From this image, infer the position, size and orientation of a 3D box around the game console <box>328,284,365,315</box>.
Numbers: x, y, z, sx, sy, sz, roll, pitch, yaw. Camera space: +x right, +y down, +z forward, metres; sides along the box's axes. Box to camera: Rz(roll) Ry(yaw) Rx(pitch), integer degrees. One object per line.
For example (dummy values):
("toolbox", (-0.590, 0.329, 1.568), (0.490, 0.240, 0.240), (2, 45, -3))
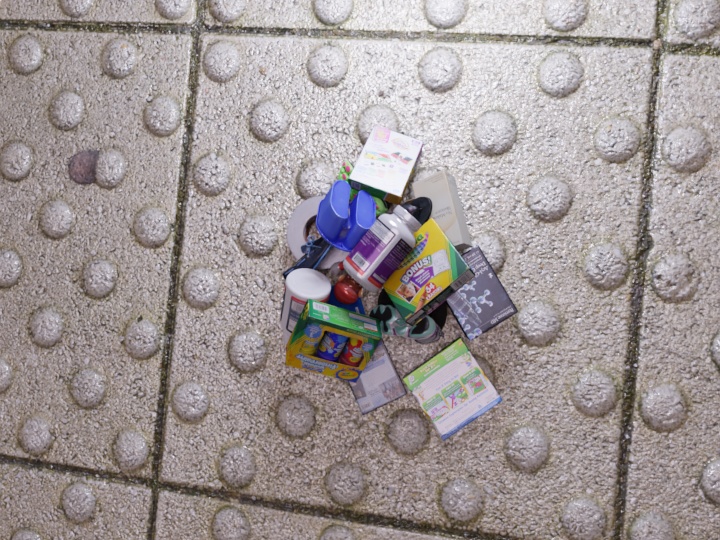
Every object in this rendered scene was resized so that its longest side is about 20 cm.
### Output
("game console", (-0.078, 0.154, 1.452), (0.168, 0.118, 0.204), (-13, 80, -23))

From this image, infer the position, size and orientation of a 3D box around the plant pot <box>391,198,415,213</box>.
("plant pot", (0.165, -0.097, 1.427), (0.196, 0.027, 0.205), (0, 88, 8))

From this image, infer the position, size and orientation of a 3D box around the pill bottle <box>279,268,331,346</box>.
("pill bottle", (-0.150, 0.108, 1.352), (0.118, 0.120, 0.203), (21, 126, 8))

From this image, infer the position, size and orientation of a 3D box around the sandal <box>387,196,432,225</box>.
("sandal", (0.107, -0.134, 1.356), (0.199, 0.047, 0.077), (-24, 72, 43))

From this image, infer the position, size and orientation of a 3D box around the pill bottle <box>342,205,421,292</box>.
("pill bottle", (0.055, -0.054, 1.236), (0.112, 0.112, 0.201), (41, 95, 7))

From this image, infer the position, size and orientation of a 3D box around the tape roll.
("tape roll", (-0.104, -0.103, 1.447), (0.196, 0.066, 0.205), (0, 89, 9))

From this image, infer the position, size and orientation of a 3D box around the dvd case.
("dvd case", (0.027, 0.283, 1.444), (0.141, 0.018, 0.203), (-26, 85, 6))

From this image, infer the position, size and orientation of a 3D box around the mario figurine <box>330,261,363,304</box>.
("mario figurine", (0.000, 0.000, 1.380), (0.201, 0.105, 0.124), (-53, 48, 10))

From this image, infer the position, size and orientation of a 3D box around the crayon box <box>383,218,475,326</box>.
("crayon box", (0.151, 0.004, 1.258), (0.199, 0.058, 0.174), (-40, 57, 12))

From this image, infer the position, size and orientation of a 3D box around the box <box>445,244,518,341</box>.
("box", (0.296, 0.059, 1.365), (0.147, 0.107, 0.202), (-32, 86, 6))

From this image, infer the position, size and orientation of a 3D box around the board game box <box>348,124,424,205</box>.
("board game box", (0.071, -0.288, 1.392), (0.150, 0.041, 0.202), (21, 64, 8))

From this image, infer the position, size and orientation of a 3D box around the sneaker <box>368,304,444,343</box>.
("sneaker", (0.125, 0.152, 1.344), (0.197, 0.139, 0.079), (12, 77, 39))

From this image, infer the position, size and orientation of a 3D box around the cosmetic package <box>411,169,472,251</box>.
("cosmetic package", (0.212, -0.144, 1.344), (0.102, 0.073, 0.204), (-21, 73, 30))

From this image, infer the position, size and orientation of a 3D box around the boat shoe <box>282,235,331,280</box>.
("boat shoe", (-0.135, -0.042, 1.374), (0.068, 0.084, 0.201), (38, 92, -5))

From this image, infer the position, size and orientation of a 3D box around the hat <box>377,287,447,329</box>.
("hat", (0.143, 0.085, 1.388), (0.196, 0.081, 0.204), (6, 124, 8))

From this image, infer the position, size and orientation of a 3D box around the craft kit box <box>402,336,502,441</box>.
("craft kit box", (0.247, 0.320, 1.399), (0.198, 0.049, 0.199), (-35, 87, 6))

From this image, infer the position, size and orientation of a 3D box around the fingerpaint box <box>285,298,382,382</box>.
("fingerpaint box", (-0.069, 0.180, 1.289), (0.197, 0.074, 0.168), (18, 120, -18))

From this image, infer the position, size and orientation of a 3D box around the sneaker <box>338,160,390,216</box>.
("sneaker", (0.008, -0.225, 1.435), (0.201, 0.083, 0.077), (53, 125, 21))

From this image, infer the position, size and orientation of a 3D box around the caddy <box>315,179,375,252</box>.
("caddy", (-0.040, -0.134, 1.318), (0.139, 0.202, 0.106), (23, 129, -15))
